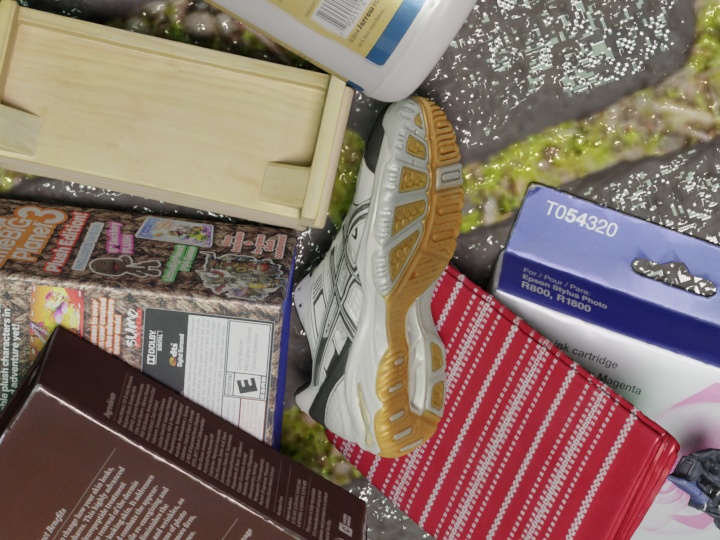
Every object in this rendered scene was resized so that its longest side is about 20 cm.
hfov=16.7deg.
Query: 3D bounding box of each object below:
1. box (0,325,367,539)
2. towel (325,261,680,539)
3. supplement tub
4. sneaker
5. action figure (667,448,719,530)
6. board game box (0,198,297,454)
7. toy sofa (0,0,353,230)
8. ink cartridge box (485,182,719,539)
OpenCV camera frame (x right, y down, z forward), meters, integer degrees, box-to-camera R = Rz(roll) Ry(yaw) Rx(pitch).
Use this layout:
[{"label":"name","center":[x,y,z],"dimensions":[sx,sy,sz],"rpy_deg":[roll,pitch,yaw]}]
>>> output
[{"label":"box","center":[-0.106,0.128,1.306],"dimensions":[0.199,0.075,0.100],"rpy_deg":[31,115,-13]},{"label":"towel","center":[0.074,0.094,1.354],"dimensions":[0.200,0.022,0.145],"rpy_deg":[39,119,30]},{"label":"supplement tub","center":[-0.031,-0.192,1.247],"dimensions":[0.199,0.145,0.145],"rpy_deg":[30,110,-8]},{"label":"sneaker","center":[0.000,0.000,1.340],"dimensions":[0.087,0.075,0.201],"rpy_deg":[16,106,38]},{"label":"action figure","center":[0.267,0.136,1.352],"dimensions":[0.200,0.105,0.194],"rpy_deg":[26,95,-40]},{"label":"board game box","center":[-0.142,0.057,1.367],"dimensions":[0.199,0.097,0.160],"rpy_deg":[7,116,1]},{"label":"toy sofa","center":[-0.108,-0.083,1.337],"dimensions":[0.199,0.098,0.083],"rpy_deg":[12,87,-1]},{"label":"ink cartridge box","center":[0.152,0.075,1.394],"dimensions":[0.195,0.043,0.201],"rpy_deg":[18,112,-3]}]
